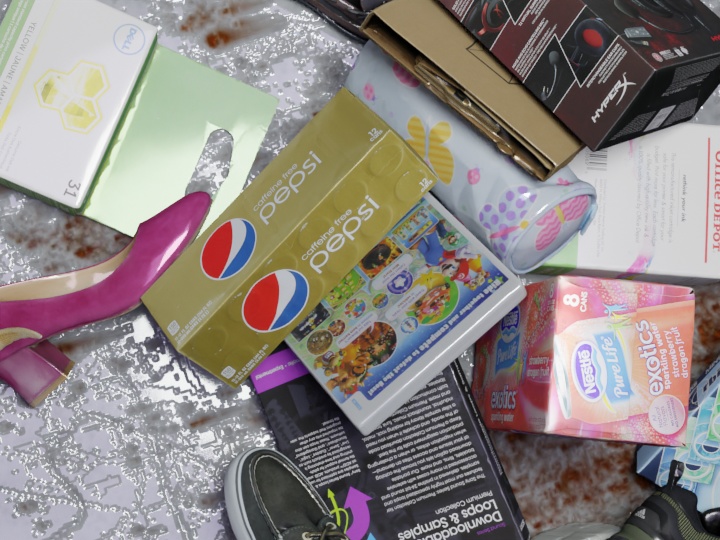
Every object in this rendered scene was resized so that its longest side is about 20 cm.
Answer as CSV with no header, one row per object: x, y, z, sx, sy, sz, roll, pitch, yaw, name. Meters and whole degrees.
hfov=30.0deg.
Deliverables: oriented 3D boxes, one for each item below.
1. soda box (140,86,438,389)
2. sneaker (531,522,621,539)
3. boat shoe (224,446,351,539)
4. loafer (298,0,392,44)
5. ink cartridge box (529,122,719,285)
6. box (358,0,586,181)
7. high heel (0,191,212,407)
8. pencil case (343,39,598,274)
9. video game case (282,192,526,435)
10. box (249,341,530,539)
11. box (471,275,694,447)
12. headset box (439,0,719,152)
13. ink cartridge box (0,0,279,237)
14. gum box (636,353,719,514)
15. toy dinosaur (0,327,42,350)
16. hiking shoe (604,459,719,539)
-0.047,-0.021,0.897,0.200,0.064,0.068,-46,137,3,soda box
0.106,0.244,0.961,0.199,0.077,0.082,-14,93,-9,sneaker
-0.023,0.201,0.898,0.068,0.057,0.200,-18,72,-39,boat shoe
-0.004,-0.215,0.991,0.199,0.063,0.072,22,82,-7,loafer
0.214,-0.051,1.008,0.199,0.067,0.118,5,83,-7,ink cartridge box
0.109,-0.151,0.947,0.163,0.021,0.200,41,38,9,box
-0.196,-0.003,0.930,0.200,0.067,0.096,-43,102,11,high heel
0.076,-0.090,0.944,0.091,0.083,0.200,-13,55,-44,pencil case
0.000,0.000,0.927,0.143,0.018,0.200,-40,53,-3,video game case
0.017,0.123,0.950,0.143,0.036,0.201,-23,87,16,box
0.145,0.064,0.918,0.094,0.200,0.103,7,84,-9,box
0.147,-0.185,0.928,0.148,0.075,0.200,-19,61,-48,headset box
-0.174,-0.106,0.964,0.199,0.048,0.146,23,82,-4,ink cartridge box
0.332,0.133,0.973,0.200,0.045,0.170,33,120,-4,gum box
-0.301,0.074,0.916,0.200,0.058,0.101,-42,92,13,toy dinosaur
0.262,0.225,0.963,0.101,0.076,0.200,-50,118,-9,hiking shoe
